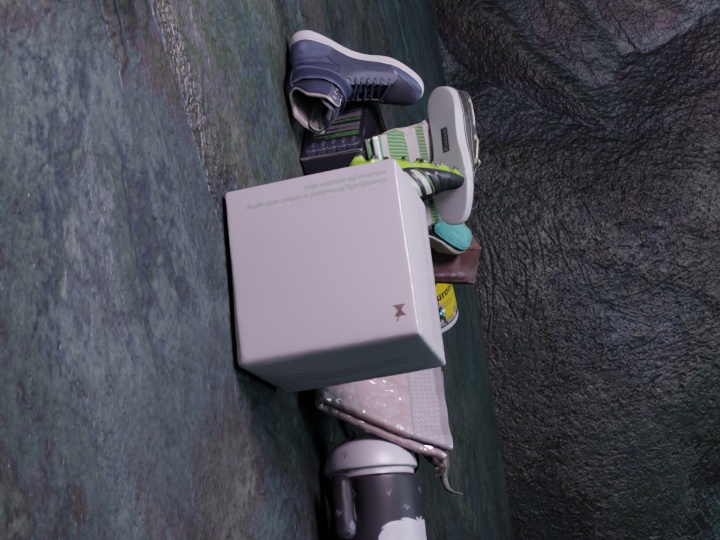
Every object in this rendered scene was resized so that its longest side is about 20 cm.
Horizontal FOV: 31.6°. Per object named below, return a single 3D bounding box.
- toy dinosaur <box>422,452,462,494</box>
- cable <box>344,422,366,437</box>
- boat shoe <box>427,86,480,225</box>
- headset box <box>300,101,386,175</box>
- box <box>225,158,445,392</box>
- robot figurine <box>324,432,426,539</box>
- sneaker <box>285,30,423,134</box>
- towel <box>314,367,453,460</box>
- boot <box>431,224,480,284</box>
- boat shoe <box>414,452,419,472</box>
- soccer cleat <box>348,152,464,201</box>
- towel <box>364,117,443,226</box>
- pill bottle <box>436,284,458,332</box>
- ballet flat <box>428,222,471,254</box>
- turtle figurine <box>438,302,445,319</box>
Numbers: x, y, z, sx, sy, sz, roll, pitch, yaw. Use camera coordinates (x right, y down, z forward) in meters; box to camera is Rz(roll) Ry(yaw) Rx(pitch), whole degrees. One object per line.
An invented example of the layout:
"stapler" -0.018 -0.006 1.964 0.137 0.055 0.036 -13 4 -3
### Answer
"toy dinosaur" 0.103 0.250 1.930 0.200 0.077 0.102 42 16 -8
"cable" 0.012 0.144 1.813 0.200 0.069 0.200 -85 163 -50
"boat shoe" 0.143 -0.164 1.827 0.064 0.071 0.201 1 84 -44
"headset box" -0.014 -0.146 1.845 0.200 0.092 0.174 -82 160 -52
"box" -0.026 0.012 1.390 0.171 0.198 0.201 46 35 -71
"robot figurine" 0.016 0.303 1.589 0.150 0.124 0.201 124 -39 -71
"sneaker" -0.009 -0.238 1.749 0.146 0.202 0.077 -88 -160 -43
"towel" 0.028 0.145 1.639 0.032 0.191 0.200 -58 -164 25
"boot" 0.088 -0.060 2.015 0.064 0.199 0.187 21 61 -78
"boat shoe" 0.051 0.307 1.888 0.200 0.068 0.084 -71 151 -68
"soccer cleat" 0.059 -0.113 1.724 0.200 0.067 0.081 0 100 -41
"towel" 0.078 -0.135 1.819 0.200 0.023 0.153 -23 105 -53
"pill bottle" 0.104 0.012 2.279 0.111 0.111 0.200 -83 160 -54
"ballet flat" 0.090 -0.080 1.905 0.200 0.069 0.070 40 39 -43
"turtle figurine" 0.054 0.071 1.963 0.101 0.149 0.201 -115 -163 -59
